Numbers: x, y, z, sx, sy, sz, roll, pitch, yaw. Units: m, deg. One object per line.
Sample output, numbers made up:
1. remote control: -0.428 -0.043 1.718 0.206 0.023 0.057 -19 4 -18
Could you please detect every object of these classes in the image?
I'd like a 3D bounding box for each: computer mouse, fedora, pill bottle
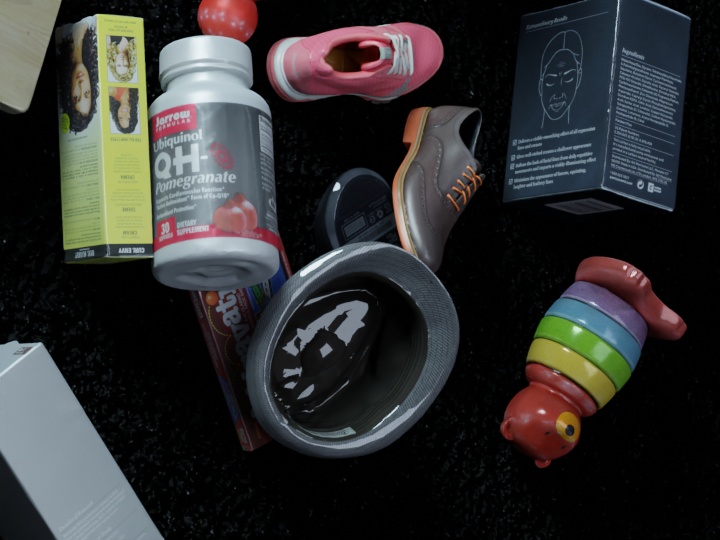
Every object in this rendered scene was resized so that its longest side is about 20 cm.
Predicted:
1. computer mouse: 0.000 0.000 1.681 0.138 0.052 0.202 -28 114 -34
2. fedora: -0.018 0.068 1.597 0.177 0.090 0.200 42 83 -19
3. pill bottle: -0.128 -0.092 1.542 0.110 0.110 0.202 8 70 -36

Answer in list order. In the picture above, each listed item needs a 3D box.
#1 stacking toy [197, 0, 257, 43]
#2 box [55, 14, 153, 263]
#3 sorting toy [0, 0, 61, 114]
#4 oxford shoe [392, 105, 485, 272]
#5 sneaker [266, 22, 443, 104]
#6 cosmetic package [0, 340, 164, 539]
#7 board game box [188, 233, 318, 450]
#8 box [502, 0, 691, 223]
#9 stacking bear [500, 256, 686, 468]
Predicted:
1. stacking toy: -0.094 -0.295 1.615 0.085 0.085 0.202 27 75 -32
2. box: -0.215 -0.108 1.510 0.050 0.075 0.202 -2 86 -39
3. sorting toy: -0.337 -0.250 1.430 0.199 0.069 0.201 24 72 -33
4. oxford shoe: 0.076 -0.080 1.682 0.071 0.072 0.202 57 31 -47
5. sneaker: 0.013 -0.193 1.679 0.199 0.086 0.075 -13 95 -37
6. cosmetic package: -0.256 0.160 1.438 0.090 0.106 0.201 -43 109 -32
7. board game box: -0.095 0.049 1.622 0.102 0.019 0.202 -25 101 -34
8. box: 0.236 -0.160 1.806 0.106 0.148 0.202 13 79 -36
9. stacking bear: 0.215 0.099 1.797 0.121 0.113 0.201 44 73 -35
